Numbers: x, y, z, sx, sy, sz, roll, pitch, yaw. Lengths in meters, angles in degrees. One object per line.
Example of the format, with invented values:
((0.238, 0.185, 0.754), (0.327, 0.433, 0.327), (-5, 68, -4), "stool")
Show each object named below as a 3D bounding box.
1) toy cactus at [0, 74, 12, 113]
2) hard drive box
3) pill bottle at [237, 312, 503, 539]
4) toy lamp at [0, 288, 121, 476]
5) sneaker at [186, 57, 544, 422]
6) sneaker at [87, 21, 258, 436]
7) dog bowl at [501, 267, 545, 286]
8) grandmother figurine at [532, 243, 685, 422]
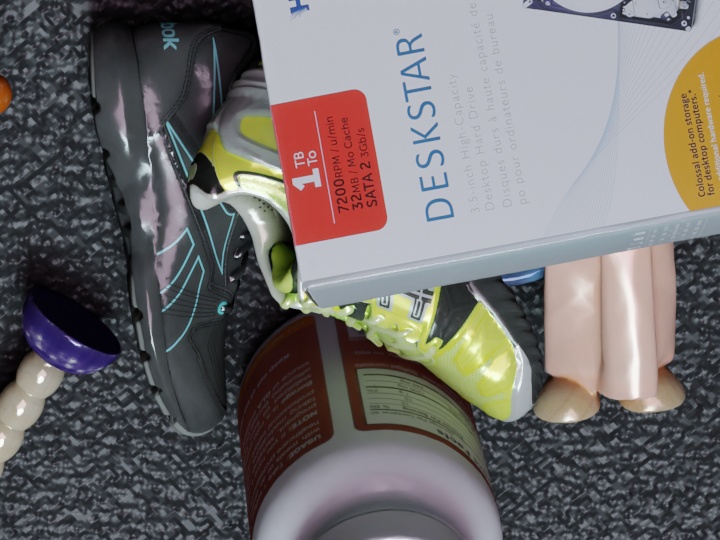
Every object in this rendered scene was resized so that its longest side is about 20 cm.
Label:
((-0.241, -0.062, 1.180), (0.165, 0.102, 0.201), (14, 104, -54), "toy cactus")
((0.063, -0.080, 1.134), (0.199, 0.077, 0.157), (-11, 84, 3), "hard drive box")
((0.004, 0.104, 1.243), (0.112, 0.200, 0.113), (-2, 116, -4), "pill bottle")
((-0.185, 0.104, 1.299), (0.058, 0.058, 0.200), (32, 104, -18), "toy lamp")
((0.000, 0.000, 1.222), (0.200, 0.075, 0.076), (46, 70, -13), "sneaker")
((-0.073, -0.018, 1.254), (0.079, 0.075, 0.201), (-10, 113, -6), "sneaker")
((0.044, -0.078, 1.259), (0.111, 0.050, 0.200), (-30, 114, 5), "dog bowl")
((0.114, -0.032, 1.230), (0.121, 0.061, 0.201), (-11, 117, -11), "grandmother figurine")
